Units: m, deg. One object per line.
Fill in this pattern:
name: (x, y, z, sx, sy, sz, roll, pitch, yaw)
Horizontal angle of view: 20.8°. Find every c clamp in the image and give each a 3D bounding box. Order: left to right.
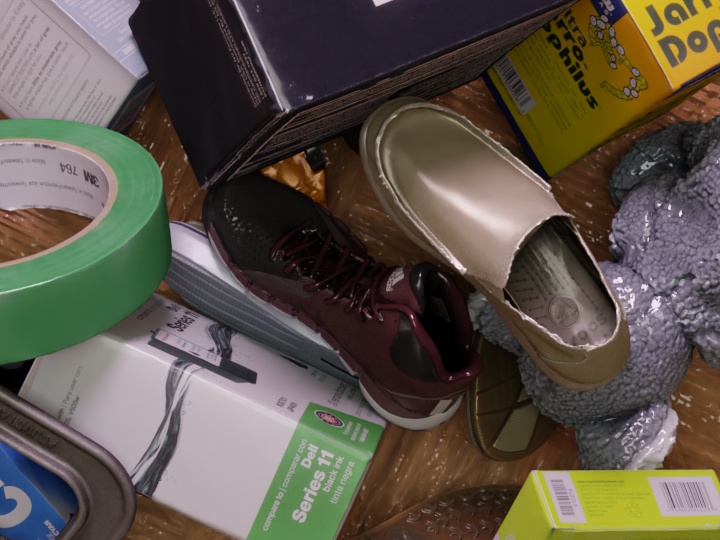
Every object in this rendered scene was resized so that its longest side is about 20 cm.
c clamp: (-0.217, 0.135, 1.122, 0.200, 0.027, 0.171, 37, 125, -11)

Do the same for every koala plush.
koala plush: (0.174, 0.020, 1.160, 0.200, 0.184, 0.178, -33, 87, -6)

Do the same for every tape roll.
tape roll: (-0.209, -0.020, 1.122, 0.200, 0.201, 0.048, -6, 122, -1)

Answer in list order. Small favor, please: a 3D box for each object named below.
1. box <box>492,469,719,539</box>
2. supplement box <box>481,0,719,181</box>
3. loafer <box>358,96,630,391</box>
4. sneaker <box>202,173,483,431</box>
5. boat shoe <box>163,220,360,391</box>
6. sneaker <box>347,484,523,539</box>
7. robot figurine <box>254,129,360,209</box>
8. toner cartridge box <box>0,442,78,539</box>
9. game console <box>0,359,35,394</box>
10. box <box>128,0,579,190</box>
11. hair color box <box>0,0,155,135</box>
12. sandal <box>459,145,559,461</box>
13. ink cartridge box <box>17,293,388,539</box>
box: (0.126, 0.195, 1.157, 0.122, 0.200, 0.048, 2, 46, -22)
supplement box: (0.157, -0.145, 1.155, 0.109, 0.200, 0.110, -30, 87, -19)
loafer: (0.081, -0.022, 1.075, 0.200, 0.068, 0.076, 46, 75, 2)
sneaker: (0.000, 0.000, 1.143, 0.200, 0.116, 0.076, 42, 63, -1)
boat shoe: (-0.038, 0.018, 1.228, 0.200, 0.072, 0.062, 29, 65, -5)
sneaker: (0.033, 0.198, 1.213, 0.200, 0.090, 0.067, -16, 52, -27)
robot figurine: (-0.049, -0.133, 1.233, 0.145, 0.058, 0.200, -28, 88, -3)
toner cartridge box: (-0.237, 0.132, 1.175, 0.095, 0.043, 0.200, -32, 111, 14)
game console: (-0.295, 0.092, 1.189, 0.199, 0.176, 0.117, 0, 55, -2)
box: (-0.006, -0.151, 1.100, 0.200, 0.198, 0.124, -24, 87, -20)
hair color box: (-0.215, -0.164, 1.206, 0.200, 0.061, 0.099, 42, 130, 1)
sandal: (0.088, 0.022, 1.226, 0.080, 0.054, 0.201, 6, 72, -32)
ink cartridge box: (-0.091, 0.087, 1.167, 0.200, 0.147, 0.083, 25, 100, 1)
